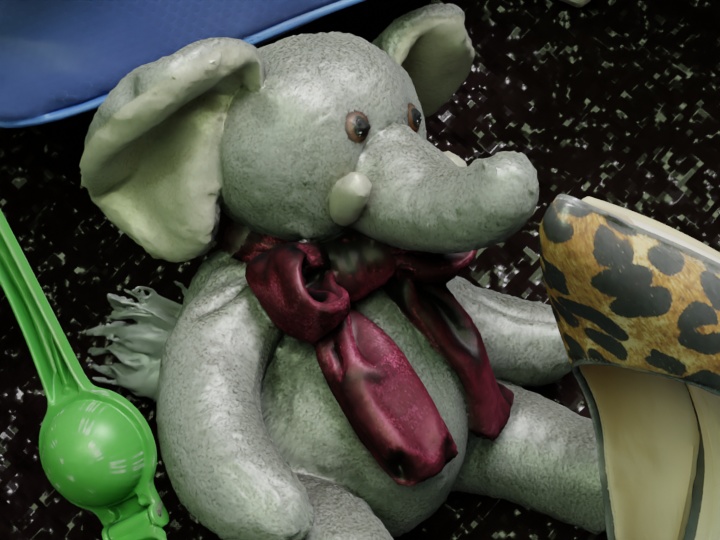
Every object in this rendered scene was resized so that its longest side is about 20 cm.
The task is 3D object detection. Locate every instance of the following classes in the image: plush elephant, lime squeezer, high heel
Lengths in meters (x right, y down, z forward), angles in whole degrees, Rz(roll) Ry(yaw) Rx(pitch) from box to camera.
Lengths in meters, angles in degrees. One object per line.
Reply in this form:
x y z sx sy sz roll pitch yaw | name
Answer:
0.000 0.000 0.897 0.199 0.156 0.164 28 36 32 | plush elephant
-0.084 0.065 0.851 0.038 0.070 0.201 -36 53 40 | lime squeezer
0.082 0.077 0.848 0.071 0.200 0.143 14 69 42 | high heel

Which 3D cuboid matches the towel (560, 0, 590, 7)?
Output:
0.066 -0.196 1.025 0.132 0.034 0.201 24 77 16 | towel

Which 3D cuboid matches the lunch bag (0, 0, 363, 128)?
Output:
-0.065 -0.130 0.932 0.199 0.132 0.137 -22 96 9 | lunch bag
